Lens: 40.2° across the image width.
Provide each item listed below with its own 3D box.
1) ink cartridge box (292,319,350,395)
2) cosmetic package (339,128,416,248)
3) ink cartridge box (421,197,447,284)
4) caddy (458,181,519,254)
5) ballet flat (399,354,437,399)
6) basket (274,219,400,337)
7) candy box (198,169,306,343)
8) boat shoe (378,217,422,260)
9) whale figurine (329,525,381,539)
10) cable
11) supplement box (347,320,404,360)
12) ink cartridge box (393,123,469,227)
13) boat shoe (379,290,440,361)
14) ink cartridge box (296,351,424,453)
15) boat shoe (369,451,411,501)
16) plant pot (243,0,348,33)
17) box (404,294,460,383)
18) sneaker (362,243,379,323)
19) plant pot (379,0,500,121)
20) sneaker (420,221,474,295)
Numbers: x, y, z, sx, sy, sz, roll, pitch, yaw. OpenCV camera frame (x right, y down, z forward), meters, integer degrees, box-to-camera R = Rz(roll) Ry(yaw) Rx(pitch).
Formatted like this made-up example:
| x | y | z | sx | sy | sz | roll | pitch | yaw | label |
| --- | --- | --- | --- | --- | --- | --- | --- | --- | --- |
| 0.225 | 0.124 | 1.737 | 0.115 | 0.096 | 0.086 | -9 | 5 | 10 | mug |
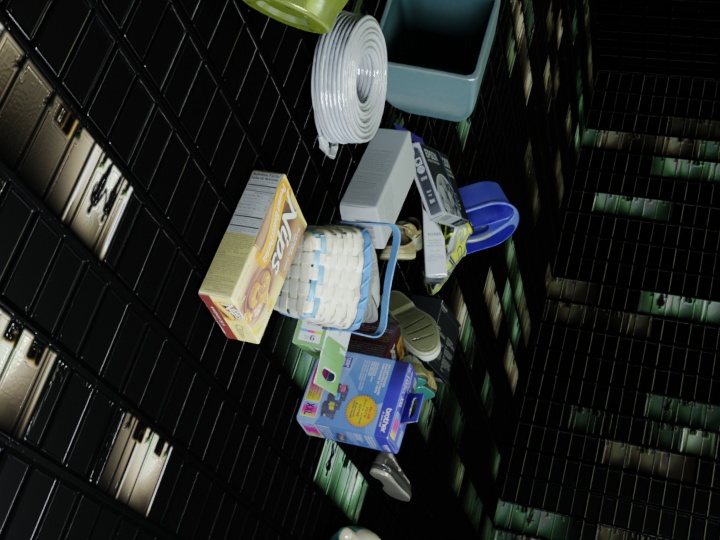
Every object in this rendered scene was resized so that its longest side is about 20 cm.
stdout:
| x | y | z | sx | sy | sz | roll | pitch | yaw | label |
| --- | --- | --- | --- | --- | --- | --- | --- | --- | --- |
| -0.057 | 0.090 | 1.591 | 0.104 | 0.058 | 0.203 | 46 | 56 | -65 | ink cartridge box |
| 0.034 | -0.146 | 1.727 | 0.103 | 0.073 | 0.202 | 77 | 27 | -46 | cosmetic package |
| 0.146 | -0.080 | 1.979 | 0.163 | 0.056 | 0.204 | 55 | 36 | -84 | ink cartridge box |
| 0.248 | -0.105 | 2.157 | 0.142 | 0.197 | 0.106 | 74 | -1 | -51 | caddy |
| 0.097 | 0.191 | 1.817 | 0.200 | 0.070 | 0.072 | 45 | 56 | -67 | ballet flat |
| -0.027 | 0.006 | 1.481 | 0.198 | 0.138 | 0.180 | 9 | 90 | -35 | basket |
| -0.141 | -0.019 | 1.322 | 0.116 | 0.054 | 0.202 | 69 | 35 | -54 | candy box |
| 0.077 | -0.062 | 1.890 | 0.200 | 0.073 | 0.068 | -47 | 138 | -75 | boat shoe |
| -0.047 | 0.537 | 1.788 | 0.198 | 0.103 | 0.162 | -7 | 107 | -44 | whale figurine |
| -0.015 | -0.298 | 1.529 | 0.201 | 0.068 | 0.202 | 72 | 33 | -51 | cable |
| 0.009 | 0.199 | 1.778 | 0.111 | 0.084 | 0.201 | 78 | 29 | -44 | supplement box |
| 0.142 | -0.188 | 1.916 | 0.203 | 0.043 | 0.198 | 69 | 18 | 8 | ink cartridge box |
| 0.098 | 0.116 | 1.871 | 0.200 | 0.074 | 0.069 | -125 | -159 | -53 | boat shoe |
| 0.011 | 0.215 | 1.625 | 0.077 | 0.197 | 0.138 | 63 | 40 | -58 | ink cartridge box |
| 0.073 | 0.435 | 2.081 | 0.058 | 0.066 | 0.201 | -67 | 153 | -23 | boat shoe |
| -0.064 | -0.408 | 1.214 | 0.196 | 0.198 | 0.200 | -69 | 160 | 1 | plant pot |
| 0.155 | 0.153 | 2.171 | 0.200 | 0.078 | 0.143 | 48 | 56 | -64 | box |
| 0.000 | 0.000 | 1.711 | 0.202 | 0.075 | 0.081 | 88 | 14 | -46 | sneaker |
| 0.138 | -0.376 | 1.762 | 0.201 | 0.193 | 0.198 | 76 | 29 | -63 | plant pot |
| 0.188 | -0.024 | 2.110 | 0.076 | 0.075 | 0.202 | 63 | -35 | 38 | sneaker |
